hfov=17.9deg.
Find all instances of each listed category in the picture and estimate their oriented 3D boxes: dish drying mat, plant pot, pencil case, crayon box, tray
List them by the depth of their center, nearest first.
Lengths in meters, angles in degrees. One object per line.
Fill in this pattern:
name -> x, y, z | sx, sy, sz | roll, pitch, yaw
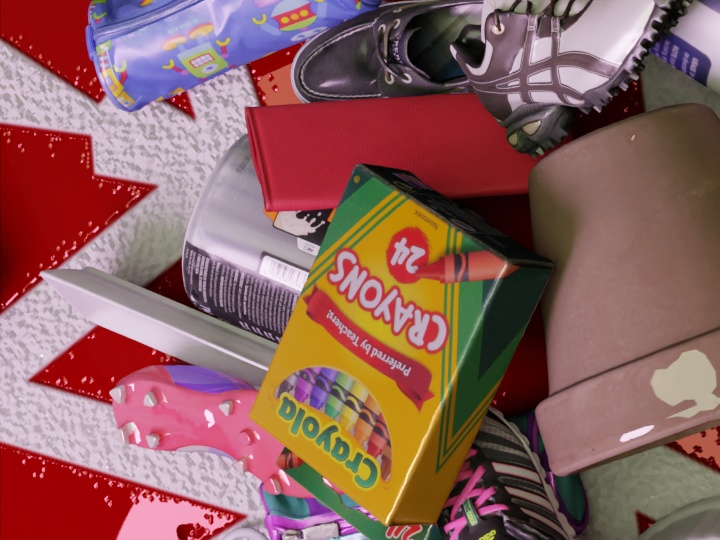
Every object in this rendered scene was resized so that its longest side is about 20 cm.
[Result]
crayon box -> 0.015, 0.056, 1.307 | 0.127, 0.051, 0.201 | 33, 108, 36
plant pot -> 0.177, 0.005, 1.319 | 0.199, 0.200, 0.175 | -23, 81, 19
dish drying mat -> 0.033, -0.073, 1.390 | 0.199, 0.018, 0.077 | -5, 60, -13
pencil case -> 0.039, 0.148, 1.432 | 0.199, 0.092, 0.086 | -16, 87, 18
pencil case -> -0.083, -0.170, 1.454 | 0.199, 0.087, 0.078 | -22, 66, 20
tray -> -0.103, 0.044, 1.473 | 0.199, 0.107, 0.022 | 22, 77, 16

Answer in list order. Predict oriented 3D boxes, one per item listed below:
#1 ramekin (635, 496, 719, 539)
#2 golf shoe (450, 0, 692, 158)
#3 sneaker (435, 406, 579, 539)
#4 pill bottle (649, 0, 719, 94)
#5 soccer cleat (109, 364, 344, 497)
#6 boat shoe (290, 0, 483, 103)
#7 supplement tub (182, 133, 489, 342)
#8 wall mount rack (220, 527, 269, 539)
ramekin -> 0.227, 0.241, 1.371 | 0.199, 0.098, 0.202 | 1, 94, 18
golf shoe -> 0.114, -0.136, 1.300 | 0.094, 0.078, 0.200 | 44, 147, -5
sneaker -> 0.076, 0.147, 1.324 | 0.074, 0.087, 0.200 | -38, 79, 15
pill bottle -> 0.211, -0.172, 1.337 | 0.200, 0.120, 0.120 | 35, 104, 13
soccer cleat -> -0.070, 0.094, 1.449 | 0.199, 0.076, 0.067 | 9, 111, 34
boat shoe -> 0.043, -0.137, 1.425 | 0.199, 0.066, 0.070 | -6, 92, 19
supplement tub -> 0.000, 0.000, 1.420 | 0.199, 0.122, 0.123 | 22, 100, 16
wall mount rack -> -0.105, 0.270, 1.475 | 0.174, 0.074, 0.201 | 32, 105, 43
